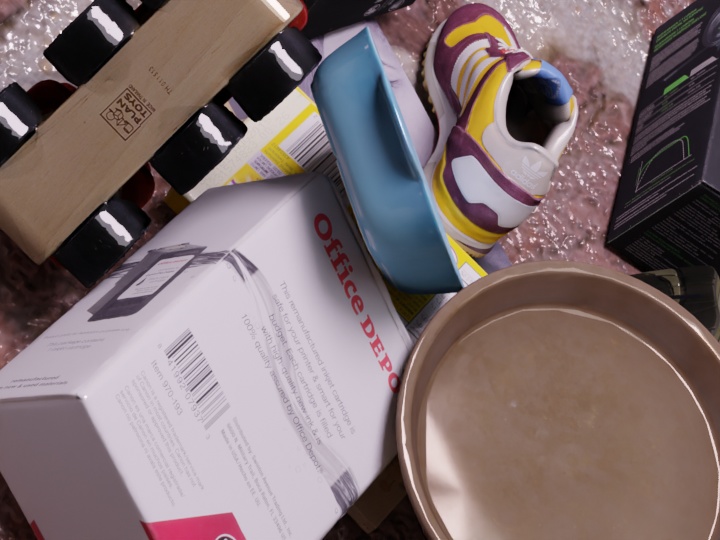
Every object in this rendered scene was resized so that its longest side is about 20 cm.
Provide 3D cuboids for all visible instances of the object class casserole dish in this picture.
[{"bbox_3d":[0.013,-0.047,1.098,0.039,0.200,0.121,-20,80,3],"label":"casserole dish"}]

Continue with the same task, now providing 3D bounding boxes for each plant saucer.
[{"bbox_3d":[0.109,0.091,1.106,0.199,0.029,0.201,7,65,-16],"label":"plant saucer"}]

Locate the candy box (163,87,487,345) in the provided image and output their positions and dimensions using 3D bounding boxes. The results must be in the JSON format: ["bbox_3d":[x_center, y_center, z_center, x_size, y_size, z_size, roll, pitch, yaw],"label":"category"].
[{"bbox_3d":[0.000,0.000,1.175,0.200,0.026,0.102,45,58,0],"label":"candy box"}]

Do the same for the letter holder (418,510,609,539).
[{"bbox_3d":[0.148,0.131,1.199,0.200,0.101,0.142,-25,81,-42],"label":"letter holder"}]

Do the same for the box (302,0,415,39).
[{"bbox_3d":[-0.029,-0.252,1.228,0.124,0.149,0.200,-25,77,-42],"label":"box"}]

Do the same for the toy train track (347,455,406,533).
[{"bbox_3d":[0.051,0.071,1.204,0.115,0.033,0.200,46,55,-2],"label":"toy train track"}]

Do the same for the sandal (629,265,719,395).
[{"bbox_3d":[0.169,0.044,1.248,0.201,0.080,0.058,-38,126,-67],"label":"sandal"}]

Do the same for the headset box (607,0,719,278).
[{"bbox_3d":[0.263,-0.067,1.391,0.174,0.093,0.200,33,51,-19],"label":"headset box"}]

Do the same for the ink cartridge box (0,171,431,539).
[{"bbox_3d":[-0.069,0.064,1.057,0.200,0.083,0.146,-45,118,-43],"label":"ink cartridge box"}]

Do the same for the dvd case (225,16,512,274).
[{"bbox_3d":[-0.010,-0.058,1.237,0.149,0.016,0.200,-24,82,-41],"label":"dvd case"}]

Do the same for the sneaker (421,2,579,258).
[{"bbox_3d":[0.086,-0.097,1.258,0.075,0.090,0.200,32,37,-25],"label":"sneaker"}]

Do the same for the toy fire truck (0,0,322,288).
[{"bbox_3d":[-0.117,-0.104,1.115,0.129,0.176,0.200,45,7,-7],"label":"toy fire truck"}]
